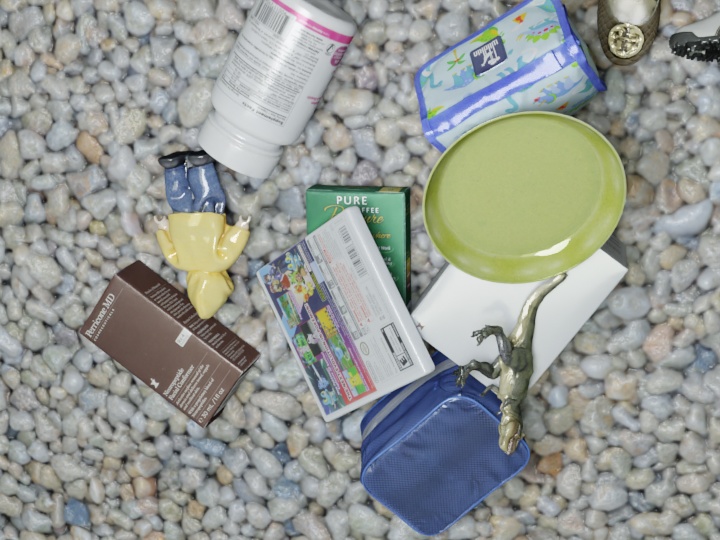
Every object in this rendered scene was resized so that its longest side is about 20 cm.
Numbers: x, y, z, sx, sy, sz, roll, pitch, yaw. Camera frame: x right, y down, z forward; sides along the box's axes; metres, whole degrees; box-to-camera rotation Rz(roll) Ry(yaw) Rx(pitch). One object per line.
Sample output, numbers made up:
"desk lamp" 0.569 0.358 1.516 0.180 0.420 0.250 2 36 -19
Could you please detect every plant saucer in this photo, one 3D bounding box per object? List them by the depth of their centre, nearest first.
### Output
"plant saucer" 0.159 -0.074 1.005 0.198 0.031 0.201 -1 127 -1

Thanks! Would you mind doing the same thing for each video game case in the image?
"video game case" -0.022 0.054 1.165 0.182 0.023 0.201 -32 82 42

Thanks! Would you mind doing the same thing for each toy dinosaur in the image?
"toy dinosaur" 0.151 0.092 1.071 0.088 0.047 0.201 7 105 -21

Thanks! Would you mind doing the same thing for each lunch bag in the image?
"lunch bag" 0.151 -0.189 1.038 0.169 0.200 0.128 -29 97 19
"lunch bag" 0.089 0.197 1.192 0.200 0.133 0.136 -41 108 19

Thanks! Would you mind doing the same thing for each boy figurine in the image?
"boy figurine" -0.185 -0.043 1.228 0.123 0.064 0.202 -6 104 14

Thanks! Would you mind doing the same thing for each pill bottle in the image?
"pill bottle" -0.097 -0.212 1.136 0.113 0.113 0.201 32 110 3

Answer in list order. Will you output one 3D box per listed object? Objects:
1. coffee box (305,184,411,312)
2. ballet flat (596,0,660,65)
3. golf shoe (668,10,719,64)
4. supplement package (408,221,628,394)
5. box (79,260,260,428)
"coffee box" 0.000 0.000 1.205 0.122 0.044 0.202 1 105 15
"ballet flat" 0.288 -0.312 1.053 0.067 0.046 0.201 14 107 10
"golf shoe" 0.408 -0.270 1.032 0.199 0.078 0.095 -11 84 14
"supplement package" 0.173 0.016 1.133 0.155 0.111 0.200 37 110 2
"box" -0.236 0.090 1.271 0.200 0.075 0.100 37 110 4
